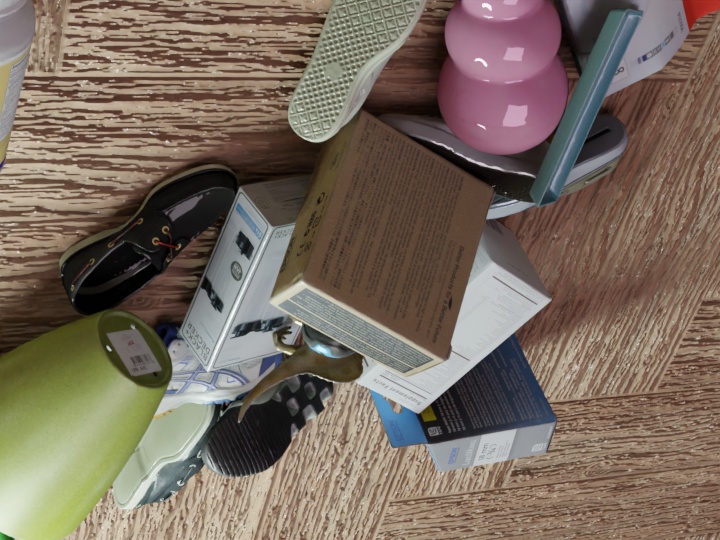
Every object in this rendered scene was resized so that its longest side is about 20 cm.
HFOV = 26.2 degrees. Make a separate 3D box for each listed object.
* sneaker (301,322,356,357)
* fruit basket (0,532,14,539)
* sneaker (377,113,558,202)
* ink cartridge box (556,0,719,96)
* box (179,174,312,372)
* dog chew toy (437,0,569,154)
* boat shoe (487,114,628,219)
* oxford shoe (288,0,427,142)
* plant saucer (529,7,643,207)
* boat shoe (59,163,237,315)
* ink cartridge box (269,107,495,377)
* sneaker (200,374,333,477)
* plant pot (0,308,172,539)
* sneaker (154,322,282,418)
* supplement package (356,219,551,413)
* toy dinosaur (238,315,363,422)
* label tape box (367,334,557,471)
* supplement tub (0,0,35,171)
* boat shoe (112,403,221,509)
[{"bbox_3d":[0.000,0.000,1.535,0.073,0.200,0.082,22,140,9],"label":"sneaker"},{"bbox_3d":[-0.466,0.225,1.591,0.214,0.155,0.217,0,93,-9],"label":"fruit basket"},{"bbox_3d":[0.102,-0.129,1.534,0.199,0.085,0.073,15,150,-12],"label":"sneaker"},{"bbox_3d":[0.289,-0.268,1.481,0.199,0.047,0.160,-25,138,3],"label":"ink cartridge box"},{"bbox_3d":[-0.094,0.003,1.545,0.116,0.060,0.201,-14,141,-41],"label":"box"},{"bbox_3d":[0.130,-0.207,1.420,0.124,0.125,0.201,-14,130,-12],"label":"dog chew toy"},{"bbox_3d":[0.187,-0.094,1.597,0.199,0.072,0.062,-22,146,-5],"label":"boat shoe"},{"bbox_3d":[0.000,-0.206,1.406,0.200,0.075,0.058,-57,171,21],"label":"oxford shoe"},{"bbox_3d":[0.210,-0.155,1.454,0.070,0.019,0.201,-17,132,-66],"label":"plant saucer"},{"bbox_3d":[-0.199,-0.028,1.488,0.201,0.063,0.074,-33,136,7],"label":"boat shoe"},{"bbox_3d":[0.023,-0.025,1.457,0.164,0.201,0.075,31,148,-20],"label":"ink cartridge box"},{"bbox_3d":[-0.116,0.164,1.654,0.088,0.074,0.200,-12,-166,38],"label":"sneaker"},{"bbox_3d":[-0.279,0.132,1.503,0.200,0.188,0.187,-40,137,25],"label":"plant pot"},{"bbox_3d":[-0.175,0.092,1.614,0.199,0.075,0.089,-18,122,-20],"label":"sneaker"},{"bbox_3d":[0.081,0.038,1.650,0.200,0.110,0.114,-42,136,18],"label":"supplement package"},{"bbox_3d":[-0.046,0.080,1.540,0.199,0.101,0.058,-13,138,-28],"label":"toy dinosaur"},{"bbox_3d":[0.101,0.149,1.750,0.199,0.145,0.063,-7,138,-18],"label":"label tape box"},{"bbox_3d":[-0.336,-0.166,1.215,0.145,0.146,0.201,1,133,-26],"label":"supplement tub"},{"bbox_3d":[-0.199,0.200,1.712,0.066,0.075,0.200,13,127,-38],"label":"boat shoe"}]
